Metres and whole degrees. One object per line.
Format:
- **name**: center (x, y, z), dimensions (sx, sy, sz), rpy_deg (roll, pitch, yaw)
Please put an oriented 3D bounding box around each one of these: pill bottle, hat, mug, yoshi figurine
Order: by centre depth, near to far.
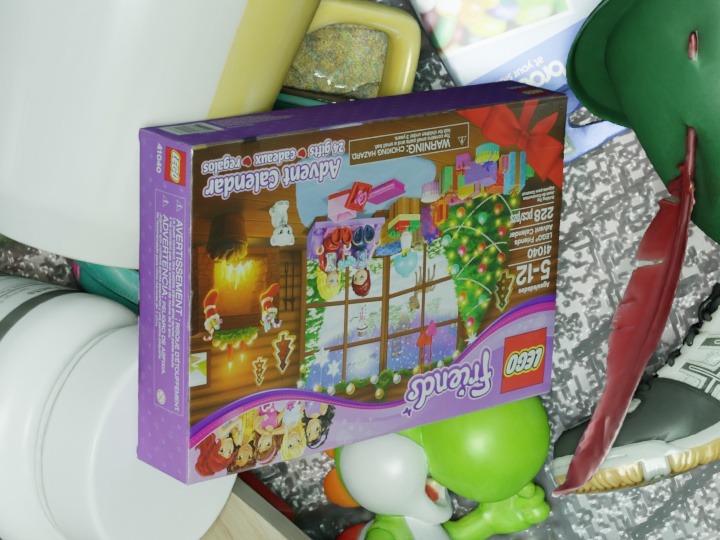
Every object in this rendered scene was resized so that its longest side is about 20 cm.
- **mug**: center (-0.081, -0.079, 0.888), dimensions (0.186, 0.149, 0.153), rpy_deg (17, 99, 8)
- **hat**: center (0.175, -0.020, 0.915), dimensions (0.166, 0.200, 0.176), rpy_deg (0, 65, -9)
- **pill bottle**: center (-0.155, 0.059, 0.939), dimensions (0.200, 0.114, 0.114), rpy_deg (12, 99, 36)
- **yoshi figurine**: center (0.042, 0.128, 0.998), dimensions (0.112, 0.112, 0.200), rpy_deg (-2, 95, -14)

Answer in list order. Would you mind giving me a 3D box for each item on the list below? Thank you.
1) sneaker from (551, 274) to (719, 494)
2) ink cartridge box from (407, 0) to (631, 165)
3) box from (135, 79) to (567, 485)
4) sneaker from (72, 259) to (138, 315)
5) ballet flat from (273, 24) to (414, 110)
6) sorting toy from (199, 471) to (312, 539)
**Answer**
- **sneaker**: center (0.173, 0.039, 1.003), dimensions (0.200, 0.076, 0.088), rpy_deg (-23, 84, -2)
- **ink cartridge box**: center (0.075, -0.149, 0.992), dimensions (0.119, 0.042, 0.200), rpy_deg (-29, 97, 5)
- **box**: center (0.000, 0.000, 0.890), dimensions (0.200, 0.039, 0.137), rpy_deg (-12, 111, -38)
- **sneaker**: center (-0.046, 0.008, 0.988), dimensions (0.200, 0.084, 0.121), rpy_deg (18, 92, 7)
- **ballet flat**: center (-0.072, -0.105, 0.992), dimensions (0.200, 0.071, 0.071), rpy_deg (10, 97, 1)
- **sorting toy**: center (-0.079, 0.185, 0.971), dimensions (0.070, 0.200, 0.199), rpy_deg (14, 105, -46)
